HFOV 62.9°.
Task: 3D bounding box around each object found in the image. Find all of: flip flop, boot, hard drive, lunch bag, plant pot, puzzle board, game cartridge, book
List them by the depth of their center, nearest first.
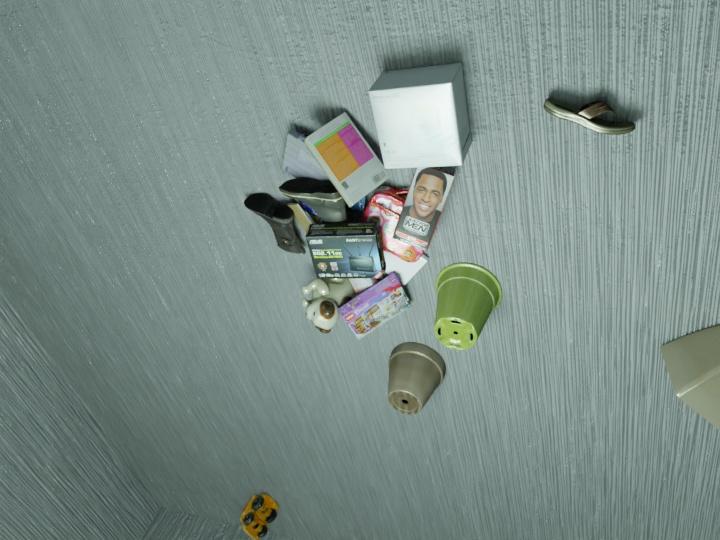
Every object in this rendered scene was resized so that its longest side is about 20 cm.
[{"bbox_3d":[0.496,-0.342,1.268,0.198,0.081,0.058,24,120,12],"label":"flip flop"},{"bbox_3d":[-0.031,-0.282,1.491,0.201,0.133,0.048,54,165,-3],"label":"book"},{"bbox_3d":[0.920,0.259,1.496,0.199,0.201,0.177,37,123,-8],"label":"plant pot"},{"bbox_3d":[-0.118,-0.278,1.580,0.199,0.038,0.131,34,134,11],"label":"game cartridge"},{"bbox_3d":[-0.124,-0.171,1.600,0.198,0.078,0.140,14,137,31],"label":"boot"},{"bbox_3d":[0.107,-0.135,1.605,0.198,0.082,0.178,27,118,-1],"label":"lunch bag"},{"bbox_3d":[0.285,0.116,1.664,0.197,0.191,0.202,13,133,15],"label":"plant pot"},{"bbox_3d":[-0.139,-0.116,1.722,0.201,0.017,0.150,53,169,-16],"label":"puzzle board"},{"bbox_3d":[0.084,-0.054,1.728,0.199,0.025,0.132,36,133,-6],"label":"hard drive"},{"bbox_3d":[-0.261,-0.132,1.795,0.198,0.069,0.175,27,150,24],"label":"boot"},{"bbox_3d":[0.169,0.369,1.944,0.197,0.174,0.202,12,131,14],"label":"plant pot"}]

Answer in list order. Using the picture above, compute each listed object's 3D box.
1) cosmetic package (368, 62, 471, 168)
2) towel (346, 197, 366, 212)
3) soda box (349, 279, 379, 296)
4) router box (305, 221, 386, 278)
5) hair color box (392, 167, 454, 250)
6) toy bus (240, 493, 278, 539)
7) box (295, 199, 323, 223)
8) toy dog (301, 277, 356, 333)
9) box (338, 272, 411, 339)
[{"bbox_3d":[0.144,-0.358,1.379,0.196,0.124,0.202,1,127,24],"label":"cosmetic package"},{"bbox_3d":[-0.039,-0.253,1.603,0.110,0.049,0.202,10,131,18],"label":"towel"},{"bbox_3d":[0.000,0.000,1.745,0.067,0.064,0.201,-6,143,16],"label":"soda box"},{"bbox_3d":[-0.036,-0.053,1.593,0.196,0.063,0.151,-1,131,14],"label":"router box"},{"bbox_3d":[0.161,-0.164,1.513,0.100,0.061,0.203,19,104,3],"label":"hair color box"},{"bbox_3d":[-0.548,1.257,3.017,0.190,0.201,0.136,-17,119,43],"label":"toy bus"},{"bbox_3d":[-0.105,-0.166,1.696,0.069,0.065,0.201,-18,119,35],"label":"box"},{"bbox_3d":[-0.096,0.099,1.820,0.192,0.201,0.140,27,135,1],"label":"toy dog"},{"bbox_3d":[0.046,0.110,1.774,0.198,0.039,0.137,-32,137,0],"label":"box"}]
